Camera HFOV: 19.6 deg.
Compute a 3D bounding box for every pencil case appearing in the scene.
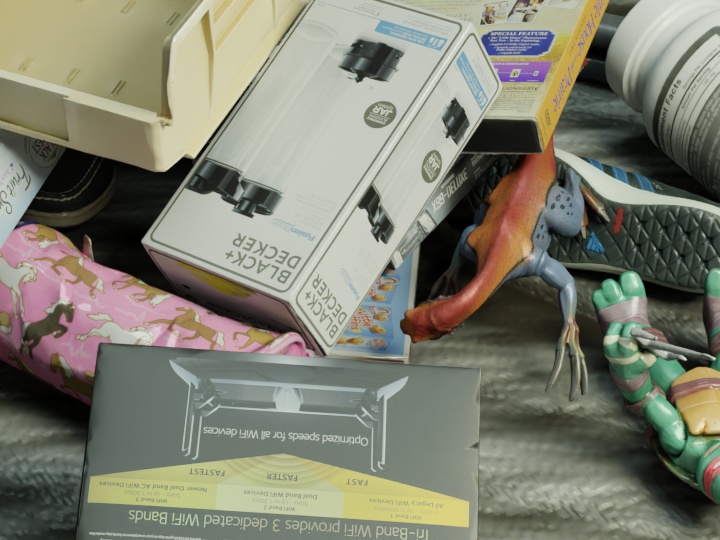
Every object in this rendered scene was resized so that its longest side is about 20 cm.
[{"bbox_3d":[-0.124,0.041,1.168,0.199,0.083,0.087,24,83,25],"label":"pencil case"}]

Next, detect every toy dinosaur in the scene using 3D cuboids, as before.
[{"bbox_3d":[0.075,-0.022,1.228,0.104,0.202,0.181,-5,3,21],"label":"toy dinosaur"}]

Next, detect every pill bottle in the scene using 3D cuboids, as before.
[{"bbox_3d":[0.260,-0.103,1.378,0.115,0.117,0.200,-17,45,-29],"label":"pill bottle"}]

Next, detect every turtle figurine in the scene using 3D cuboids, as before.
[{"bbox_3d":[0.194,0.068,1.152,0.149,0.101,0.200,14,25,-13],"label":"turtle figurine"}]

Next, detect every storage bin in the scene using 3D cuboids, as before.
[{"bbox_3d":[-0.154,-0.167,1.203,0.199,0.094,0.199,16,46,17],"label":"storage bin"}]

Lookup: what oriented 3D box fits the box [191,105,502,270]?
[{"bbox_3d":[0.013,-0.097,1.334,0.157,0.050,0.200,20,51,35],"label":"box"}]

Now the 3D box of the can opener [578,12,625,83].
[{"bbox_3d":[0.214,-0.144,1.499,0.198,0.054,0.067,14,35,15],"label":"can opener"}]

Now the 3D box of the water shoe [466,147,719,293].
[{"bbox_3d":[0.161,-0.031,1.336,0.199,0.072,0.079,22,11,24],"label":"water shoe"}]

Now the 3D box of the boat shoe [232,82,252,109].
[{"bbox_3d":[-0.094,-0.173,1.369,0.068,0.200,0.074,-11,34,12],"label":"boat shoe"}]

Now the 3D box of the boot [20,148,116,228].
[{"bbox_3d":[-0.184,-0.134,1.347,0.073,0.152,0.201,9,35,6],"label":"boot"}]

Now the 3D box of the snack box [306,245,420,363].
[{"bbox_3d":[0.000,0.000,1.290,0.071,0.024,0.201,5,35,2],"label":"snack box"}]

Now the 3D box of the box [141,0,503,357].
[{"bbox_3d":[-0.020,-0.061,1.194,0.116,0.060,0.201,22,69,34],"label":"box"}]

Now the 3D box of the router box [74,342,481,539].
[{"bbox_3d":[-0.040,0.122,1.036,0.198,0.052,0.158,4,59,-1],"label":"router box"}]

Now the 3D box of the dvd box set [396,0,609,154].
[{"bbox_3d":[0.073,-0.146,1.303,0.145,0.030,0.201,2,43,24],"label":"dvd box set"}]

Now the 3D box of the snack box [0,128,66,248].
[{"bbox_3d":[-0.257,-0.016,1.190,0.142,0.053,0.200,-27,23,28],"label":"snack box"}]

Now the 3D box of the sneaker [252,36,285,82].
[{"bbox_3d":[-0.071,-0.169,1.461,0.199,0.099,0.071,26,38,26],"label":"sneaker"}]
